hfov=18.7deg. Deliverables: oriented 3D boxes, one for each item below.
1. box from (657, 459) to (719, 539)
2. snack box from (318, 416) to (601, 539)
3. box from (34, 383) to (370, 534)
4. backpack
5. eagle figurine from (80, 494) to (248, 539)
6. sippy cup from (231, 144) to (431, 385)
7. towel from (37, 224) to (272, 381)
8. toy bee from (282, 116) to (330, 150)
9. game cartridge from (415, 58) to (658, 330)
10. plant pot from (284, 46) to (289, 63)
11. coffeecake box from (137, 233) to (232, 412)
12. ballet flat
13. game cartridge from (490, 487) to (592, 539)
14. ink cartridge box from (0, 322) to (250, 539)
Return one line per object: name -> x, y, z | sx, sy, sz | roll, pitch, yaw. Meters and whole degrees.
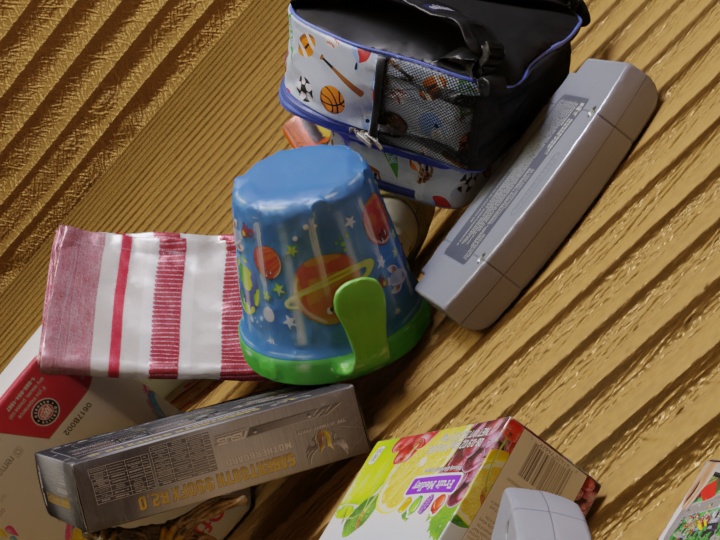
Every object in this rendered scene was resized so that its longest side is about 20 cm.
box -> 0.155, 0.125, 0.800 | 0.110, 0.035, 0.200 | -56, 13, -12
snack box -> 0.015, 0.177, 1.100 | 0.200, 0.068, 0.169 | -59, 14, -20
box -> -0.111, 0.124, 1.490 | 0.200, 0.048, 0.158 | -15, 3, -18
backpack -> 0.041, -0.143, 1.554 | 0.200, 0.190, 0.154 | -36, -33, -58
eagle figurine -> -0.161, 0.240, 1.394 | 0.200, 0.151, 0.152 | -78, 14, -45
sippy cup -> -0.030, -0.011, 1.509 | 0.177, 0.131, 0.140 | 9, 35, 36
towel -> -0.130, 0.024, 1.595 | 0.144, 0.199, 0.023 | -92, 5, -46
toy bee -> -0.008, -0.096, 1.854 | 0.109, 0.131, 0.200 | -30, -2, -9
game cartridge -> 0.115, -0.050, 1.438 | 0.200, 0.042, 0.133 | -53, 16, 0
plant pot -> 0.035, -0.216, 1.822 | 0.179, 0.200, 0.200 | -57, 12, 5
coffeecake box -> -0.130, 0.050, 1.768 | 0.153, 0.073, 0.200 | -38, -5, 2
ballet flat -> 0.000, 0.000, 1.653 | 0.200, 0.071, 0.071 | -56, 11, 11
game cartridge -> 0.064, 0.176, 0.867 | 0.200, 0.041, 0.133 | -85, 2, -66
ink cartridge box -> -0.200, 0.156, 1.636 | 0.148, 0.200, 0.086 | -50, 13, 13
